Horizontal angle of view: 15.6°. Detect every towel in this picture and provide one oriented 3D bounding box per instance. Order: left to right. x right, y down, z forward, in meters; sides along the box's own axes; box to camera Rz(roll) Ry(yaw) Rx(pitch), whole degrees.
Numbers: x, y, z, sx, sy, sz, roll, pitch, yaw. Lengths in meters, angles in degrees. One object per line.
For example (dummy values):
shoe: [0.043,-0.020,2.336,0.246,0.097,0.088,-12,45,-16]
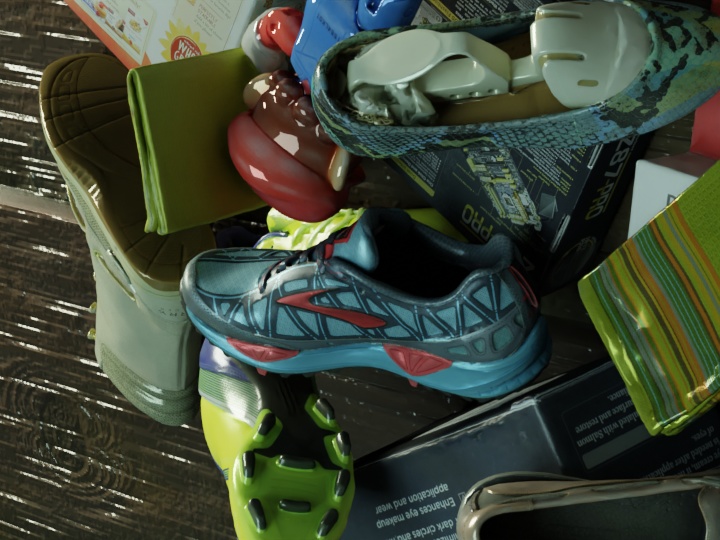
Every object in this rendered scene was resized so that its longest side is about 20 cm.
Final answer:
towel: [-0.065,-0.074,1.380,0.018,0.200,0.086,-8,96,27]
towel: [0.175,-0.011,1.169,0.200,0.018,0.086,-45,65,40]

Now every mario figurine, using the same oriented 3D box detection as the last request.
mario figurine: [0.002,-0.111,1.325,0.123,0.106,0.200,-95,25,-52]

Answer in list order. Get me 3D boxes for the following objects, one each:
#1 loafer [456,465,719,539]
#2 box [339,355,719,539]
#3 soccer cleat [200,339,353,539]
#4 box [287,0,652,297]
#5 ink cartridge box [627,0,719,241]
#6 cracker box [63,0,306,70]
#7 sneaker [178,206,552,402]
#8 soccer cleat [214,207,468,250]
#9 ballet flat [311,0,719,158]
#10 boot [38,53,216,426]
loafer: [0.143,0.126,1.217,0.200,0.063,0.072,0,90,4]
box: [0.106,0.160,1.361,0.197,0.117,0.200,-25,88,51]
soccer cleat: [-0.047,0.099,1.385,0.200,0.065,0.084,-105,24,-51]
box: [0.059,-0.107,1.338,0.200,0.049,0.161,44,134,25]
ink cartridge box: [0.212,-0.025,1.185,0.200,0.045,0.176,20,112,42]
cracker box: [-0.084,-0.188,1.451,0.134,0.058,0.200,47,138,21]
sneaker: [0.000,0.000,1.339,0.200,0.079,0.096,6,133,18]
soccer cleat: [-0.018,-0.012,1.460,0.200,0.065,0.084,-19,91,51]
ballet flat: [0.071,-0.092,1.212,0.200,0.074,0.074,-11,102,14]
boot: [-0.142,-0.019,1.584,0.155,0.072,0.200,94,153,-50]
